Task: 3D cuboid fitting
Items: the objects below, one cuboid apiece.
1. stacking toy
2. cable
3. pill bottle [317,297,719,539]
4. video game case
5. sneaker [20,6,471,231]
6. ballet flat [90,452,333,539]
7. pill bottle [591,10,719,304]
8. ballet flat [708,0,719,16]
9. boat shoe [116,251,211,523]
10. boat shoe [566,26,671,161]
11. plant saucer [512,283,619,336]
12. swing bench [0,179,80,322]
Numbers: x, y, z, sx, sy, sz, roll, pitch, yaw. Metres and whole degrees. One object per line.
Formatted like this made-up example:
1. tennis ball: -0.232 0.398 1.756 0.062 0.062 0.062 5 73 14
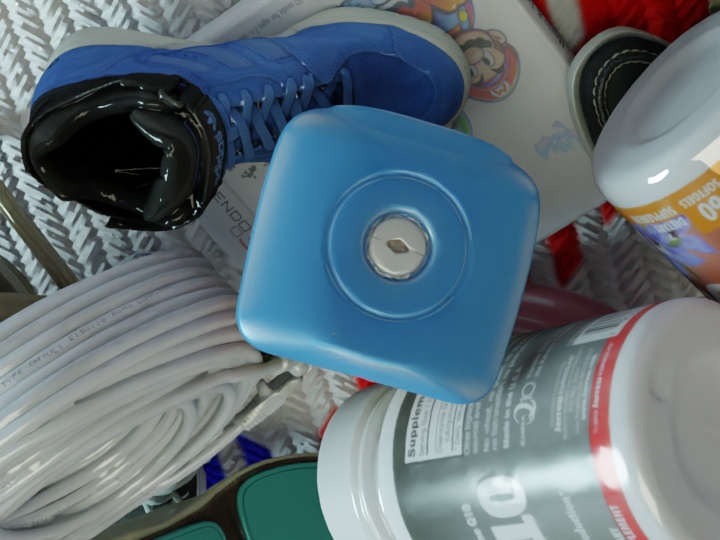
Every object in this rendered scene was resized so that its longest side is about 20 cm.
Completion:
1. stacking toy: 0.000 0.000 0.923 0.116 0.200 0.110 15 82 -7
2. cable: -0.132 0.068 0.910 0.200 0.200 0.069 -37 76 8
3. pill bottle: 0.080 0.084 0.894 0.200 0.114 0.114 -16 123 47
4. video game case: 0.008 -0.065 0.984 0.200 0.024 0.182 -32 114 22
5. sneaker: -0.052 -0.064 0.912 0.199 0.111 0.077 2 122 4
6. ballet flat: -0.075 0.138 1.050 0.200 0.069 0.070 -12 133 -40
7. pill bottle: 0.203 -0.013 0.876 0.200 0.112 0.112 42 116 -17
8. ballet flat: 0.237 -0.070 0.941 0.071 0.071 0.200 -33 115 23
9. boat shoe: -0.114 0.091 1.066 0.073 0.068 0.200 12 122 -2
10. boat shoe: 0.174 -0.033 0.956 0.200 0.060 0.076 41 93 -23
11. plant saucer: 0.083 0.109 1.011 0.200 0.051 0.201 12 111 33
12. swing bench: -0.250 0.052 0.960 0.130 0.200 0.199 50 118 10
